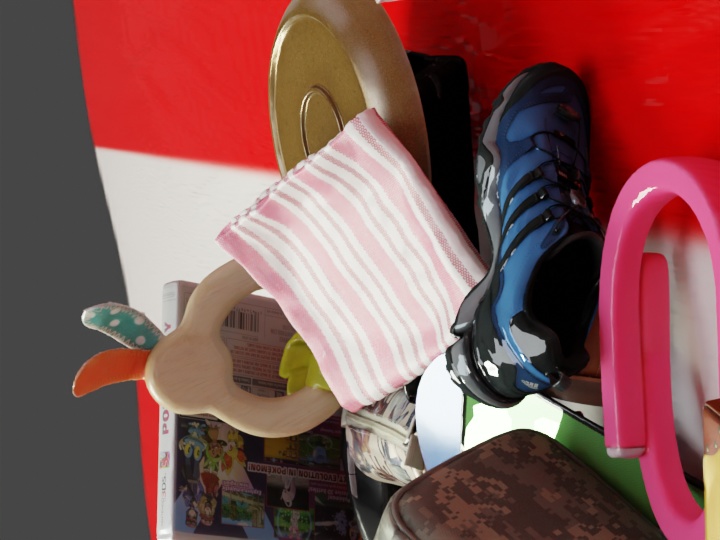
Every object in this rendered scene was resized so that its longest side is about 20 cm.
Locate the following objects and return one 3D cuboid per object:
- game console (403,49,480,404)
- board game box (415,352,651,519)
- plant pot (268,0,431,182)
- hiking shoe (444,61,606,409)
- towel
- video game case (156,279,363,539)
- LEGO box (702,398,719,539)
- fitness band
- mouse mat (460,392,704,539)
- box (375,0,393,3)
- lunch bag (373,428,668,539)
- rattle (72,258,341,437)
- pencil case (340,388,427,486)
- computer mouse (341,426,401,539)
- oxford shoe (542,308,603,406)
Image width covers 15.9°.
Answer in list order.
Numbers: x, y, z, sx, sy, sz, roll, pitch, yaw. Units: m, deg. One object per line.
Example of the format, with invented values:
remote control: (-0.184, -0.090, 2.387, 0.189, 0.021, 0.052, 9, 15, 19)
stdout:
game console: (0.013, -0.034, 1.654, 0.176, 0.116, 0.200, -40, -53, -62)
board game box: (0.115, 0.126, 1.498, 0.200, 0.039, 0.158, 30, 140, 39)
plant pot: (-0.013, -0.081, 1.567, 0.200, 0.027, 0.200, 44, 141, 52)
hiking shoe: (0.108, -0.022, 1.405, 0.087, 0.074, 0.200, -14, 62, 51)
towel: (0.000, 0.000, 1.519, 0.146, 0.030, 0.200, 53, 148, -1)
video game case: (-0.061, 0.111, 1.828, 0.023, 0.200, 0.183, -12, 72, 45)
LEGO box: (0.226, 0.152, 1.121, 0.200, 0.077, 0.149, -136, 39, -64)
fitness band: (0.165, 0.043, 1.300, 0.144, 0.037, 0.200, 176, 91, -71)
mouse mat: (0.127, 0.150, 1.440, 0.200, 0.008, 0.161, 31, 133, 38)
box: (0.066, -0.232, 1.402, 0.200, 0.102, 0.095, 127, 131, -67)
lunch bag: (0.091, 0.209, 1.395, 0.200, 0.139, 0.168, 40, 132, 26)
rattle: (-0.100, 0.048, 1.764, 0.143, 0.200, 0.130, -117, 16, -69)
pencil case: (0.047, 0.111, 1.687, 0.078, 0.089, 0.200, -67, 16, -4)
computer mouse: (0.000, 0.164, 1.813, 0.046, 0.140, 0.200, 6, 112, 27)
oxford shoe: (0.105, 0.027, 1.503, 0.200, 0.071, 0.071, 19, 103, 63)
